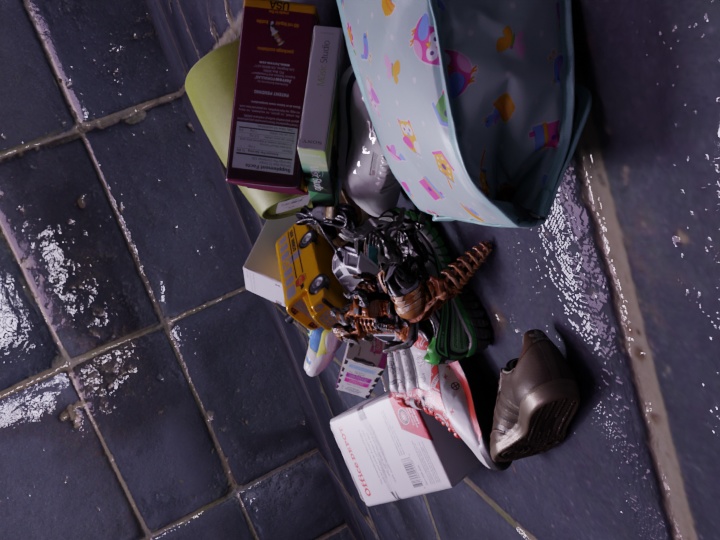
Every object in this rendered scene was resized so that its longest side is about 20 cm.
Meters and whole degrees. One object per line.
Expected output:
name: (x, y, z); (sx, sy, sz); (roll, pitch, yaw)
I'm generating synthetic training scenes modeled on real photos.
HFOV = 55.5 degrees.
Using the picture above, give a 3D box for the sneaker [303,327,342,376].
sneaker: (-0.066, 0.066, 1.124); (0.104, 0.203, 0.076); (24, 168, 11)

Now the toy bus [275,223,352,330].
toy bus: (-0.066, 0.010, 0.941); (0.065, 0.078, 0.201); (41, -162, -33)

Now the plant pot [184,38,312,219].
plant pot: (-0.123, -0.181, 0.935); (0.187, 0.184, 0.204); (130, 123, -74)

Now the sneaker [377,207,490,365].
sneaker: (0.069, 0.014, 0.793); (0.202, 0.084, 0.078); (62, 164, 22)

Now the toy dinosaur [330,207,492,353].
toy dinosaur: (0.048, 0.011, 0.737); (0.102, 0.197, 0.138); (22, -131, -76)

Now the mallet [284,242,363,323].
mallet: (-0.055, 0.021, 1.041); (0.041, 0.200, 0.066); (49, -159, 5)

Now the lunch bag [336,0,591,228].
lunch bag: (0.073, -0.131, 0.499); (0.170, 0.120, 0.204); (-159, 53, -69)

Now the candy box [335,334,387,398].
candy box: (0.013, 0.103, 1.036); (0.201, 0.060, 0.139); (104, -178, -68)

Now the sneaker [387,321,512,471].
sneaker: (0.102, 0.160, 0.832); (0.108, 0.067, 0.204); (-40, 63, 34)

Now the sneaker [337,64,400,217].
sneaker: (0.022, -0.133, 0.777); (0.080, 0.076, 0.202); (42, 154, 38)

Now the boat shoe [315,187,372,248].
boat shoe: (-0.036, -0.078, 1.050); (0.077, 0.073, 0.200); (64, 165, 11)

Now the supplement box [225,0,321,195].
supplement box: (-0.097, -0.196, 0.803); (0.110, 0.084, 0.204); (-48, -36, -86)

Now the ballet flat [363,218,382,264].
ballet flat: (0.053, 0.027, 0.921); (0.203, 0.070, 0.071); (68, 165, -4)

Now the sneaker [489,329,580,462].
sneaker: (0.169, 0.131, 0.686); (0.201, 0.069, 0.077); (98, 165, -57)

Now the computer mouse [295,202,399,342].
computer mouse: (0.000, 0.000, 0.847); (0.109, 0.044, 0.202); (-4, 121, 55)

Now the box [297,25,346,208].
box: (-0.039, -0.167, 0.809); (0.200, 0.036, 0.147); (79, -163, -75)

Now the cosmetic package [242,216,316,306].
cosmetic package: (-0.114, -0.056, 1.115); (0.080, 0.202, 0.113); (24, 157, 2)

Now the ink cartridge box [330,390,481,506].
ink cartridge box: (0.062, 0.252, 1.014); (0.199, 0.083, 0.146); (-32, 81, 45)
